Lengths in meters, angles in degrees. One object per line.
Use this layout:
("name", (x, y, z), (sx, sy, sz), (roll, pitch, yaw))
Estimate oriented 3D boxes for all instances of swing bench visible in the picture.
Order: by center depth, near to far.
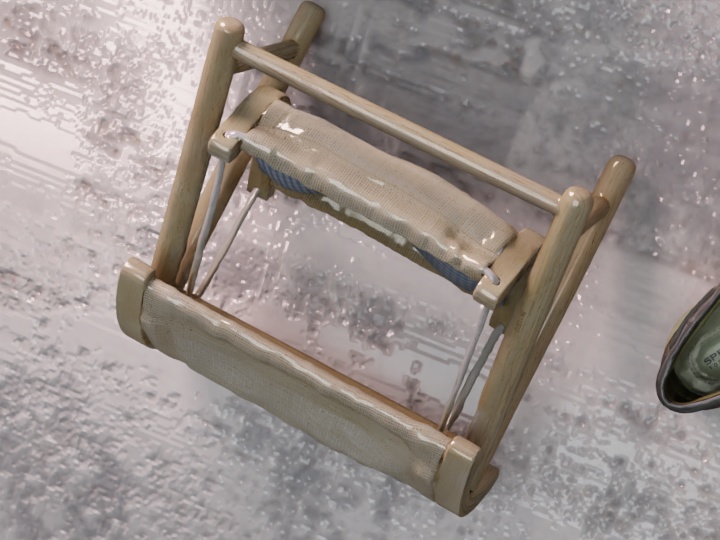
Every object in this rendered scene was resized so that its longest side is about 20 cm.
("swing bench", (0.000, 0.000, 1.055), (0.199, 0.130, 0.200), (27, 108, 12))

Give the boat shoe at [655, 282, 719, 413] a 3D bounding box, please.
("boat shoe", (0.218, 0.005, 1.006), (0.072, 0.066, 0.201), (47, 118, 1))
